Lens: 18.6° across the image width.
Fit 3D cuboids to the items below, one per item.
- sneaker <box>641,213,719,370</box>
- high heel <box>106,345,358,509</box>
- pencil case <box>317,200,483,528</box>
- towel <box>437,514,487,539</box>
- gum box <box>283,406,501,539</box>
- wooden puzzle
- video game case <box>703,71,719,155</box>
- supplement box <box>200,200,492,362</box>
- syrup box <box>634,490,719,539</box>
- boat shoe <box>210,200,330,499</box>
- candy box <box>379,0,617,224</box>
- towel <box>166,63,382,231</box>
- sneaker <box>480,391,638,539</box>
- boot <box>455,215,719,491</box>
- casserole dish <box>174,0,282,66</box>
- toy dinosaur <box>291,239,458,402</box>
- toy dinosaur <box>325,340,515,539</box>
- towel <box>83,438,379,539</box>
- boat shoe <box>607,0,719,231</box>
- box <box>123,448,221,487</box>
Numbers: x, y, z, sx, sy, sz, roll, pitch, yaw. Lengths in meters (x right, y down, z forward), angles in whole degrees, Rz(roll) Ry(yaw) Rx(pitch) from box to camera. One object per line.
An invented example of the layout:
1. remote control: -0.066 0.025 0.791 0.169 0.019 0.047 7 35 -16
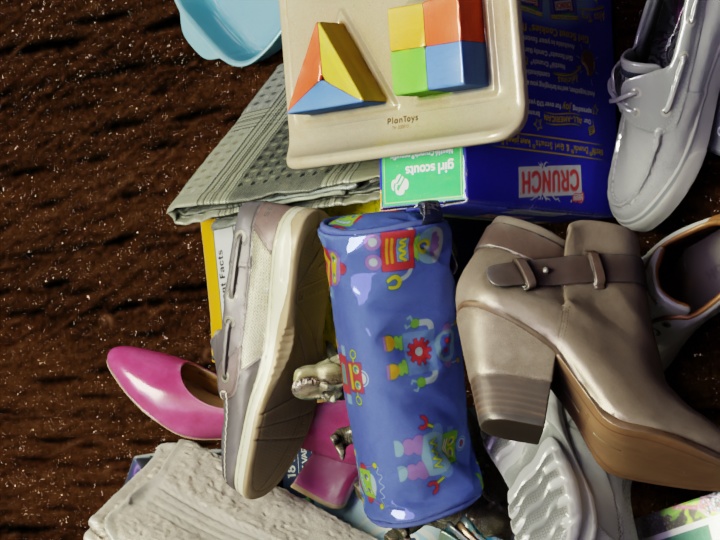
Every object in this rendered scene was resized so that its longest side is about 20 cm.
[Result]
1. sneaker: 0.181 0.020 1.402 0.200 0.084 0.073 -40 67 29
2. high heel: -0.074 0.081 1.504 0.199 0.067 0.096 31 114 6
3. pencil case: 0.028 0.055 1.349 0.078 0.086 0.201 12 112 62
4. towel: 0.128 0.242 1.380 0.200 0.022 0.147 33 150 14
5. gum box: 0.038 0.185 1.523 0.199 0.044 0.171 -9 82 35
6. wooden puzzle: 0.014 -0.170 1.350 0.185 0.046 0.201 -6 84 39
7. video game case: 0.300 -0.150 1.363 0.143 0.019 0.201 25 103 35
8. supplement box: 0.000 0.000 1.521 0.199 0.109 0.109 -9 82 35
9. syrup box: 0.242 0.175 1.349 0.199 0.081 0.079 -23 73 32
10. boat shoe: -0.066 0.050 1.447 0.065 0.072 0.201 19 109 29
11. candy box: 0.090 -0.133 1.424 0.077 0.169 0.201 -7 83 41
12. towel: -0.018 -0.095 1.512 0.192 0.200 0.035 -6 123 34
13. sneaker: 0.129 0.117 1.374 0.075 0.082 0.201 -45 32 33
14. boot: 0.153 0.044 1.318 0.070 0.199 0.147 122 161 -59
15. casserole dish: -0.062 -0.242 1.625 0.121 0.039 0.200 49 114 28
16. toy dinosaur: 0.039 0.016 1.399 0.199 0.047 0.089 -23 91 20
17. toy dinosaur: 0.046 0.124 1.446 0.102 0.077 0.200 -30 62 -13
18. towel: -0.073 0.187 1.461 0.199 0.133 0.035 25 123 12
19. boat shoe: 0.192 -0.124 1.396 0.072 0.068 0.201 47 120 54
20. box: -0.099 0.244 1.538 0.200 0.104 0.149 52 132 43
